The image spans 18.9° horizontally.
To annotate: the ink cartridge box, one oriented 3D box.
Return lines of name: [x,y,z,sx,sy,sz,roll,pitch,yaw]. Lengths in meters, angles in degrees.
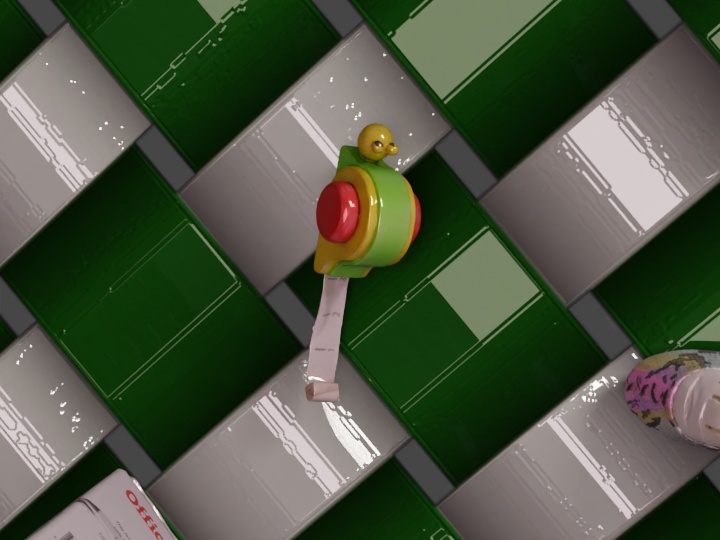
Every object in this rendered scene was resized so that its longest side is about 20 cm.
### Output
ink cartridge box: [-0.188,0.242,1.506,0.083,0.200,0.145,-35,90,19]

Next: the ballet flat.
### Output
ballet flat: [0.272,0.102,1.442,0.198,0.071,0.070,17,104,10]

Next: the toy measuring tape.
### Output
toy measuring tape: [0.000,0.000,1.485,0.073,0.074,0.202,11,99,11]
